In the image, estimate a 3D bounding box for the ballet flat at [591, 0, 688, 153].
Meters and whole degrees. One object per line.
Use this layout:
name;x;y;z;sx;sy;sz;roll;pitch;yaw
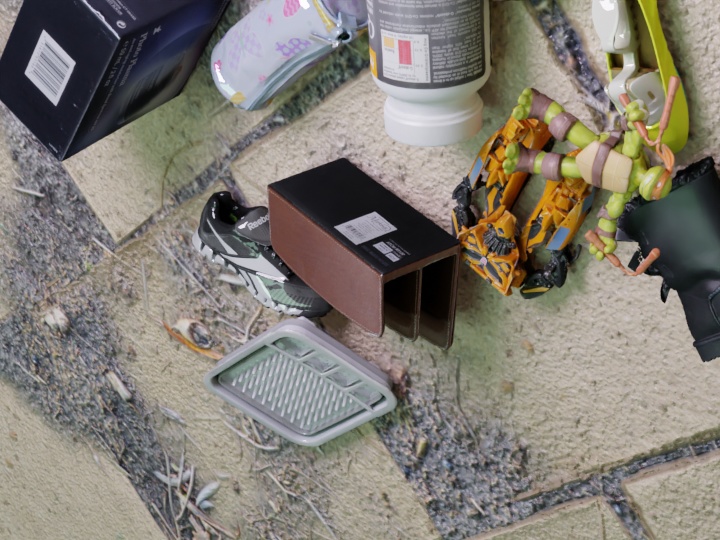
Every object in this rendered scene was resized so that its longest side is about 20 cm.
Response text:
ballet flat;0.231;-0.185;1.300;0.066;0.067;0.202;0;115;38

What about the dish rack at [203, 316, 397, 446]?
dish rack;-0.067;0.122;1.722;0.171;0.044;0.200;34;141;-22

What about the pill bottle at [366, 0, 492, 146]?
pill bottle;0.063;-0.224;1.387;0.116;0.116;0.202;17;125;33

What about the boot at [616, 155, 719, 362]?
boot;0.328;-0.022;1.318;0.198;0.073;0.163;-30;88;45

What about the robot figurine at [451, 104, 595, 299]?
robot figurine;0.152;-0.059;1.449;0.145;0.058;0.201;40;134;17

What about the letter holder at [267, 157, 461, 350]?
letter holder;0.000;0.000;1.549;0.200;0.100;0.143;39;139;41

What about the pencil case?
pencil case;-0.068;-0.234;1.515;0.199;0.083;0.092;-28;74;47

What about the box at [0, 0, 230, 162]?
box;-0.254;-0.249;1.583;0.123;0.198;0.200;45;136;6

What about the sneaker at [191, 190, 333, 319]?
sneaker;-0.108;-0.022;1.690;0.199;0.066;0.091;34;135;24

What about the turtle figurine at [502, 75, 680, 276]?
turtle figurine;0.208;-0.103;1.308;0.160;0.064;0.201;26;134;25
